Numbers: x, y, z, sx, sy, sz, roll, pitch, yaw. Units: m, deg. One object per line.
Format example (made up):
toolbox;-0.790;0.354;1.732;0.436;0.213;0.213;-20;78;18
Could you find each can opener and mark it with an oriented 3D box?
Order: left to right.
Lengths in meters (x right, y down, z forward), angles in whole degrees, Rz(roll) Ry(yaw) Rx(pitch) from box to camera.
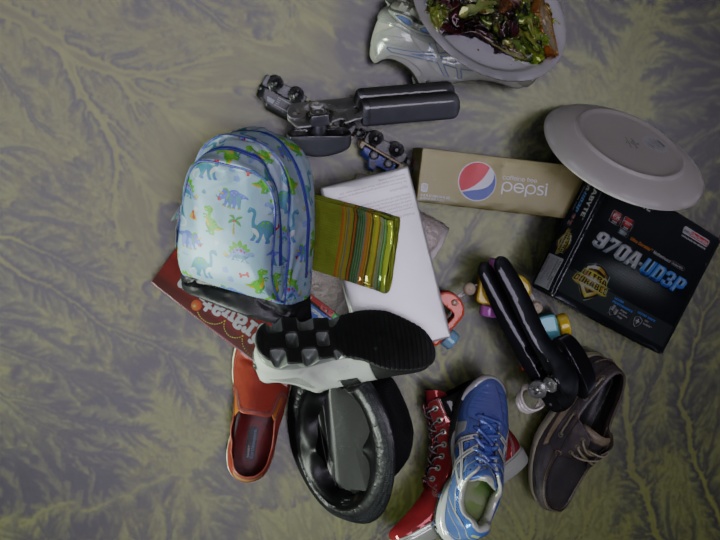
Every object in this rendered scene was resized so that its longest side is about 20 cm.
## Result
can opener;0.013;-0.173;1.649;0.199;0.053;0.067;-6;125;-9
can opener;0.195;0.075;1.670;0.063;0.079;0.200;-32;95;39

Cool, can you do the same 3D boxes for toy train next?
toy train;-0.031;-0.165;1.679;0.199;0.034;0.046;28;95;-8
toy train;0.158;0.071;1.717;0.200;0.056;0.150;37;93;-7

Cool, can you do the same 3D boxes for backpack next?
backpack;-0.123;-0.055;1.562;0.163;0.154;0.201;19;100;24

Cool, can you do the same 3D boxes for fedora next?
fedora;0.001;0.188;1.672;0.091;0.200;0.202;-17;99;-41

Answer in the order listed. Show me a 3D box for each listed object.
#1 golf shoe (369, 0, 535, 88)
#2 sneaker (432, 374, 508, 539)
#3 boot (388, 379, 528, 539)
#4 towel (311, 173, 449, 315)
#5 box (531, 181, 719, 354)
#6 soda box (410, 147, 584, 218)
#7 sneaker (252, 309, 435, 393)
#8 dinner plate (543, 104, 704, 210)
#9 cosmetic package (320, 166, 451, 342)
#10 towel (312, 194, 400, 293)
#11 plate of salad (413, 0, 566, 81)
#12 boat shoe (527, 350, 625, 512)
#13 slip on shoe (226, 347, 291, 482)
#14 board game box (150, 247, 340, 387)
golf shoe;0.105;-0.247;1.682;0.199;0.078;0.097;25;117;-9
sneaker;0.141;0.217;1.648;0.075;0.077;0.201;14;76;-18
boot;0.085;0.225;1.702;0.200;0.072;0.145;-38;99;-19
towel;0.000;0.000;1.698;0.132;0.034;0.200;32;90;-9
box;0.314;-0.010;1.694;0.200;0.046;0.159;27;91;-32
soda box;0.160;-0.102;1.691;0.199;0.068;0.064;6;94;-8
sneaker;-0.020;0.094;1.574;0.199;0.089;0.074;3;56;-9
dinner plate;0.306;-0.138;1.650;0.199;0.201;0.024;19;125;-8
cosmetic package;0.027;-0.008;1.637;0.107;0.085;0.201;-13;92;-2
towel;-0.046;-0.039;1.597;0.199;0.018;0.086;16;107;31
plate of salad;0.152;-0.305;1.638;0.199;0.048;0.201;11;60;-20
boat shoe;0.259;0.196;1.718;0.074;0.073;0.201;15;94;-31
slip on shoe;-0.119;0.152;1.684;0.074;0.061;0.201;8;93;-6
board game box;-0.133;0.034;1.664;0.200;0.019;0.103;37;84;5
